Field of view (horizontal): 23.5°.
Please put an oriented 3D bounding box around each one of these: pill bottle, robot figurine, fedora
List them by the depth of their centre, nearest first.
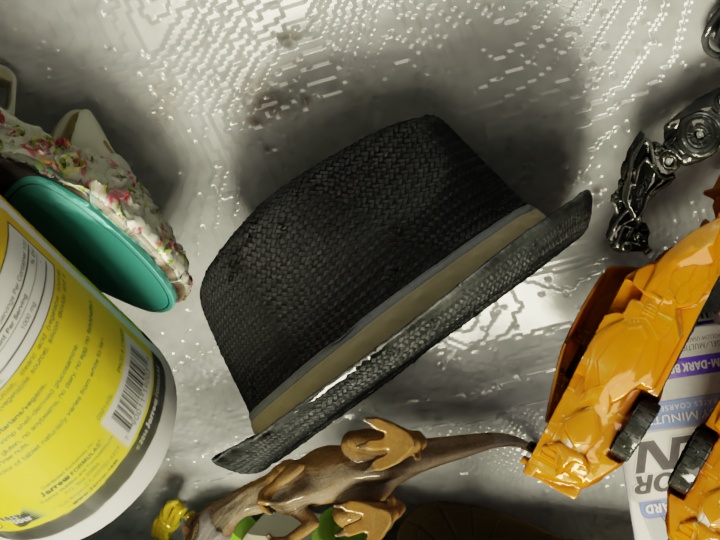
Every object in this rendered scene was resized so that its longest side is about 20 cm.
[{"bbox_3d":[-0.172,0.025,0.719,0.112,0.113,0.200,-21,137,19],"label":"pill bottle"},{"bbox_3d":[0.158,0.022,0.748,0.144,0.058,0.201,30,95,10],"label":"robot figurine"},{"bbox_3d":[0.000,0.000,0.752,0.200,0.200,0.092,-39,86,28],"label":"fedora"}]

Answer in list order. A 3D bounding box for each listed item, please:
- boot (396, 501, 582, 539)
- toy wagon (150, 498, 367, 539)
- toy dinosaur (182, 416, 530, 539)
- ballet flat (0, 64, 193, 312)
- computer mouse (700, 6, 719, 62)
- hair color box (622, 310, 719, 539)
[{"bbox_3d":[0.107,0.218,0.929,0.199,0.072,0.155,18,131,14],"label":"boot"},{"bbox_3d":[-0.022,0.181,0.916,0.200,0.040,0.155,39,136,8],"label":"toy wagon"},{"bbox_3d":[0.009,0.093,0.826,0.199,0.106,0.061,-12,93,-11],"label":"toy dinosaur"},{"bbox_3d":[-0.152,-0.054,0.754,0.199,0.064,0.076,30,150,-19],"label":"ballet flat"},{"bbox_3d":[0.124,-0.163,0.664,0.199,0.046,0.140,31,125,-19],"label":"computer mouse"},{"bbox_3d":[0.182,0.119,0.806,0.109,0.065,0.202,-10,92,11],"label":"hair color box"}]
